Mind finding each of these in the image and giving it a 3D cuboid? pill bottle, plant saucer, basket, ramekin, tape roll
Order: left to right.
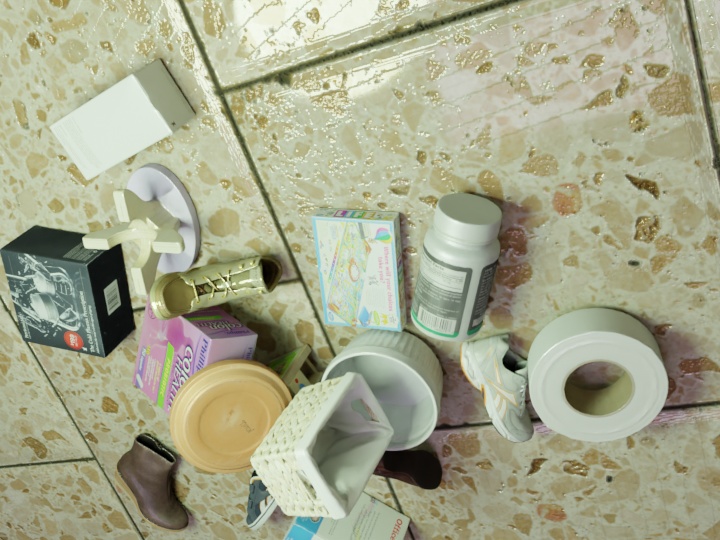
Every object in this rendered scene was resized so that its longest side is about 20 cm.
[{"bbox_3d":[-0.204,0.239,1.346,0.200,0.032,0.201,-6,112,-15],"label":"plant saucer"},{"bbox_3d":[-0.058,0.273,1.304,0.123,0.200,0.136,-16,112,35],"label":"basket"},{"bbox_3d":[0.043,0.189,1.396,0.200,0.105,0.200,9,121,15],"label":"ramekin"},{"bbox_3d":[0.143,-0.004,1.239,0.113,0.113,0.200,16,123,11],"label":"pill bottle"},{"bbox_3d":[0.353,0.159,1.261,0.202,0.071,0.203,3,119,6],"label":"tape roll"}]

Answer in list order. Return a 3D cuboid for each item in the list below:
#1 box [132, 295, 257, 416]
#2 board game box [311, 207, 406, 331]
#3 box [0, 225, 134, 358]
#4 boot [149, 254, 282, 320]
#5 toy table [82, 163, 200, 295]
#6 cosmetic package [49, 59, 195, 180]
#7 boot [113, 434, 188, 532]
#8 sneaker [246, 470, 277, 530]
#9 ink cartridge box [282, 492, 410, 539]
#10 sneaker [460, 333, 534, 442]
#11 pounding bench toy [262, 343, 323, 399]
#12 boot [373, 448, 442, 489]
[{"bbox_3d":[-0.286,0.151,1.425,0.200,0.097,0.176,29,111,40],"label":"box"},{"bbox_3d":[0.000,0.000,1.343,0.134,0.034,0.200,5,120,18],"label":"board game box"},{"bbox_3d":[-0.528,0.038,1.524,0.182,0.104,0.200,9,121,17],"label":"box"},{"bbox_3d":[-0.228,0.025,1.349,0.155,0.200,0.073,-10,95,24],"label":"boot"},{"bbox_3d":[-0.350,-0.063,1.390,0.184,0.117,0.200,-7,115,24],"label":"toy table"},{"bbox_3d":[-0.374,-0.234,1.317,0.200,0.085,0.108,-20,111,28],"label":"cosmetic package"},{"bbox_3d":[-0.417,0.445,1.739,0.200,0.072,0.166,38,127,1],"label":"boot"},{"bbox_3d":[-0.183,0.420,1.635,0.079,0.078,0.200,33,114,-6],"label":"sneaker"},{"bbox_3d":[-0.035,0.514,1.590,0.200,0.147,0.145,29,125,3],"label":"ink cartridge box"},{"bbox_3d":[0.241,0.189,1.343,0.092,0.076,0.200,-24,110,26],"label":"sneaker"},{"bbox_3d":[-0.144,0.256,1.494,0.200,0.124,0.156,-26,108,31],"label":"pounding bench toy"},{"bbox_3d":[0.023,0.346,1.520,0.200,0.064,0.186,-7,150,43],"label":"boot"}]
